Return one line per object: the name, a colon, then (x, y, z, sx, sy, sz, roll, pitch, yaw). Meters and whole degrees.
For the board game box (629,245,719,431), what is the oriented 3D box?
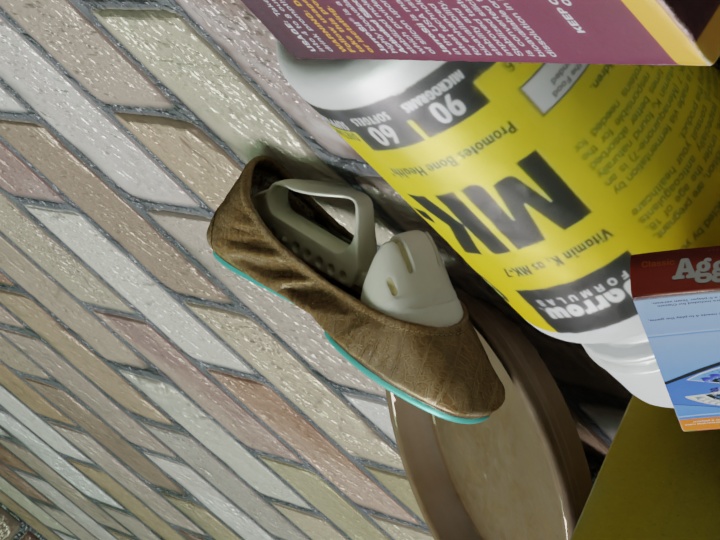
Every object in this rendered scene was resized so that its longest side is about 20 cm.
board game box: (0.196, 0.017, 0.746, 0.200, 0.019, 0.103, -5, 148, 16)

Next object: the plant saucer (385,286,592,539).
plant saucer: (0.069, 0.098, 1.205, 0.200, 0.029, 0.200, 49, 150, 42)

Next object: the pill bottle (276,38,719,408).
pill bottle: (0.074, -0.046, 0.807, 0.200, 0.114, 0.114, 43, 161, -29)

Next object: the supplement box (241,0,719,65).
supplement box: (0.038, -0.127, 0.654, 0.086, 0.110, 0.200, 44, 161, -29)

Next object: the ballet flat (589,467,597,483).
ballet flat: (0.137, 0.172, 1.371, 0.074, 0.074, 0.200, 23, 162, 32)

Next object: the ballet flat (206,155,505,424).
ballet flat: (0.000, 0.000, 1.149, 0.068, 0.072, 0.200, -10, -144, -43)

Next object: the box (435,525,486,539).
box: (0.101, 0.280, 1.316, 0.124, 0.200, 0.197, 1, 150, 10)

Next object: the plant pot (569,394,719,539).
plant pot: (0.181, 0.202, 1.088, 0.176, 0.200, 0.200, 16, 127, 14)
